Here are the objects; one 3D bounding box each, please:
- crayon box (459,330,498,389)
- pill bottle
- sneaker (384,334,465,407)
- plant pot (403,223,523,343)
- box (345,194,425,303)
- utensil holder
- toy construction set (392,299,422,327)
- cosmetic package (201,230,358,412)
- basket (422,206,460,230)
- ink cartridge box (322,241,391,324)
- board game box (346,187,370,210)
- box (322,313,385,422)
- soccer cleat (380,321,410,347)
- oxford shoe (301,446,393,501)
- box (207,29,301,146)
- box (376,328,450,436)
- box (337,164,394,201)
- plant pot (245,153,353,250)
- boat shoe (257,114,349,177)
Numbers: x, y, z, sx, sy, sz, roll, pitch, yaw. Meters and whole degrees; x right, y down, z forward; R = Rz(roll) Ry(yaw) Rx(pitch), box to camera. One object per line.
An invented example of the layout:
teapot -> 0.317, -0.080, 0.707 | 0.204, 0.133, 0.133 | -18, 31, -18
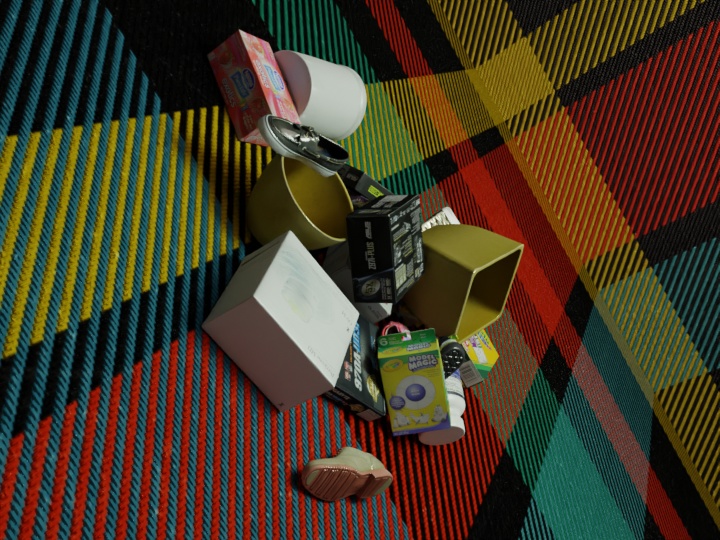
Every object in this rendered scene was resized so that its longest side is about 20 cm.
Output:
crayon box -> 0.254, 0.165, 1.852 | 0.201, 0.058, 0.172 | 60, 28, -2
pill bottle -> 0.152, 0.247, 1.546 | 0.116, 0.115, 0.201 | 34, 39, -42
sneaker -> 0.120, 0.200, 1.490 | 0.072, 0.199, 0.083 | 59, -4, -27
plant pot -> 0.191, 0.008, 1.594 | 0.200, 0.195, 0.195 | 32, 38, 29
box -> 0.052, -0.046, 1.419 | 0.200, 0.086, 0.165 | -40, 127, -64
utensil holder -> -0.109, -0.375, 1.613 | 0.200, 0.169, 0.171 | -2, 67, -58
toy construction set -> 0.161, 0.114, 1.697 | 0.200, 0.092, 0.131 | 50, 40, -22
cosmetic package -> -0.122, 0.081, 1.226 | 0.200, 0.123, 0.200 | 51, 31, -20
basket -> 0.189, -0.025, 1.791 | 0.123, 0.135, 0.201 | -31, 88, -30
ink cartridge box -> 0.000, 0.000, 1.545 | 0.146, 0.083, 0.200 | 49, 29, -22
board game box -> 0.005, -0.135, 1.616 | 0.120, 0.032, 0.200 | 27, -1, 21
box -> -0.021, 0.162, 1.401 | 0.159, 0.046, 0.201 | 39, 35, -38
soccer cleat -> 0.069, 0.131, 1.509 | 0.200, 0.066, 0.077 | -85, 165, -73
oxford shoe -> -0.033, 0.329, 1.232 | 0.200, 0.071, 0.074 | 25, 19, -48
box -> -0.212, -0.361, 1.501 | 0.102, 0.094, 0.201 | 1, 65, -60
box -> 0.100, 0.209, 1.406 | 0.048, 0.117, 0.201 | -84, 164, -70
box -> -0.004, -0.182, 1.626 | 0.200, 0.048, 0.193 | 32, 3, 43
plant pot -> -0.126, -0.113, 1.371 | 0.200, 0.142, 0.201 | 41, 34, -35
boat shoe -> -0.096, -0.225, 1.309 | 0.200, 0.056, 0.069 | 23, 46, -50
